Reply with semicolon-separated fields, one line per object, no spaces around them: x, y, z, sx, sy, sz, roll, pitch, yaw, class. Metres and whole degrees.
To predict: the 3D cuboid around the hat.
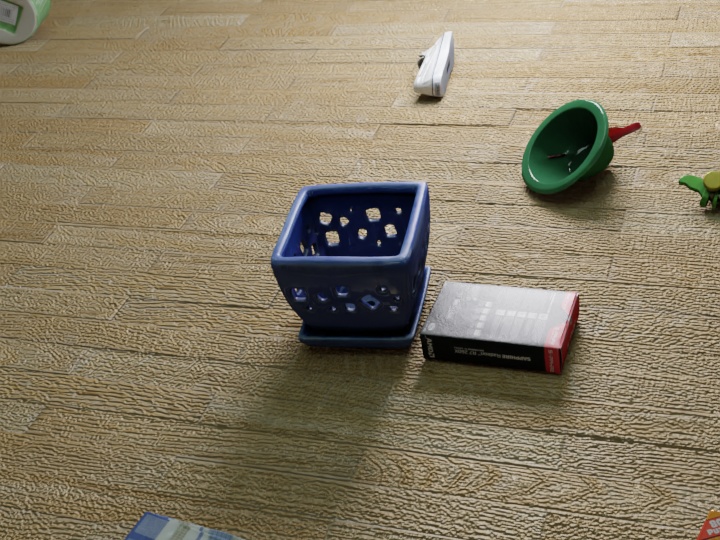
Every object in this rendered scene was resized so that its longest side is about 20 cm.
0.394;-0.177;1.877;0.200;0.176;0.166;-49;37;13;hat

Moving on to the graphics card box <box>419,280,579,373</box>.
0.194;0.076;1.557;0.199;0.051;0.126;5;39;21;graphics card box

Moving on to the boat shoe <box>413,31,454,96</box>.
0.145;-0.413;2.225;0.065;0.074;0.200;3;37;13;boat shoe

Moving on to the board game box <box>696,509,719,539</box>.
0.365;0.372;0.970;0.199;0.201;0.200;13;42;32;board game box

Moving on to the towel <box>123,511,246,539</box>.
-0.211;0.359;1.310;0.199;0.024;0.147;9;43;30;towel

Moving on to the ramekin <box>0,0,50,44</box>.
-0.867;-0.652;2.750;0.199;0.201;0.098;-7;42;6;ramekin

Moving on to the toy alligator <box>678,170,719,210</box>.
0.587;-0.118;1.712;0.199;0.059;0.055;1;79;16;toy alligator

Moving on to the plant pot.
0.000;0.000;1.606;0.199;0.181;0.200;0;37;15;plant pot
